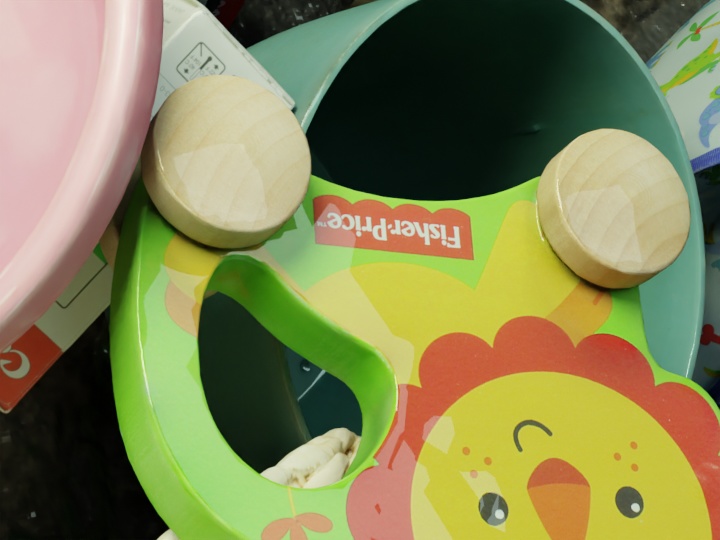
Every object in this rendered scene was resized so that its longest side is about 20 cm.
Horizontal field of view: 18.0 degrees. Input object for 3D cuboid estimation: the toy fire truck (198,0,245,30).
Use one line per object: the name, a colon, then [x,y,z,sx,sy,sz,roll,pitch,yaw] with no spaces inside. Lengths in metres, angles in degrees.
toy fire truck: [-0.008,-0.136,0.858,0.198,0.176,0.130,-9,73,-23]

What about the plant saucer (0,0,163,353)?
plant saucer: [-0.139,-0.054,0.656,0.051,0.199,0.202,26,45,-62]

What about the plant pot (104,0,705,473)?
plant pot: [0.000,0.000,0.824,0.199,0.160,0.202,-1,92,-39]

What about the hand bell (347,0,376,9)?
hand bell: [-0.014,-0.076,0.947,0.199,0.104,0.105,-32,87,-31]

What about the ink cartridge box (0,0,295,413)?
ink cartridge box: [-0.120,-0.008,0.741,0.200,0.109,0.050,-48,117,-4]

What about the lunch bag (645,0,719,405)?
lunch bag: [0.155,-0.036,0.950,0.127,0.200,0.170,34,47,1]

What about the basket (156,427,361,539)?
basket: [-0.063,0.179,0.675,0.198,0.200,0.161,-26,81,-43]

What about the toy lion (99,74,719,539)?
toy lion: [0.027,0.053,0.653,0.198,0.069,0.193,7,66,-22]
